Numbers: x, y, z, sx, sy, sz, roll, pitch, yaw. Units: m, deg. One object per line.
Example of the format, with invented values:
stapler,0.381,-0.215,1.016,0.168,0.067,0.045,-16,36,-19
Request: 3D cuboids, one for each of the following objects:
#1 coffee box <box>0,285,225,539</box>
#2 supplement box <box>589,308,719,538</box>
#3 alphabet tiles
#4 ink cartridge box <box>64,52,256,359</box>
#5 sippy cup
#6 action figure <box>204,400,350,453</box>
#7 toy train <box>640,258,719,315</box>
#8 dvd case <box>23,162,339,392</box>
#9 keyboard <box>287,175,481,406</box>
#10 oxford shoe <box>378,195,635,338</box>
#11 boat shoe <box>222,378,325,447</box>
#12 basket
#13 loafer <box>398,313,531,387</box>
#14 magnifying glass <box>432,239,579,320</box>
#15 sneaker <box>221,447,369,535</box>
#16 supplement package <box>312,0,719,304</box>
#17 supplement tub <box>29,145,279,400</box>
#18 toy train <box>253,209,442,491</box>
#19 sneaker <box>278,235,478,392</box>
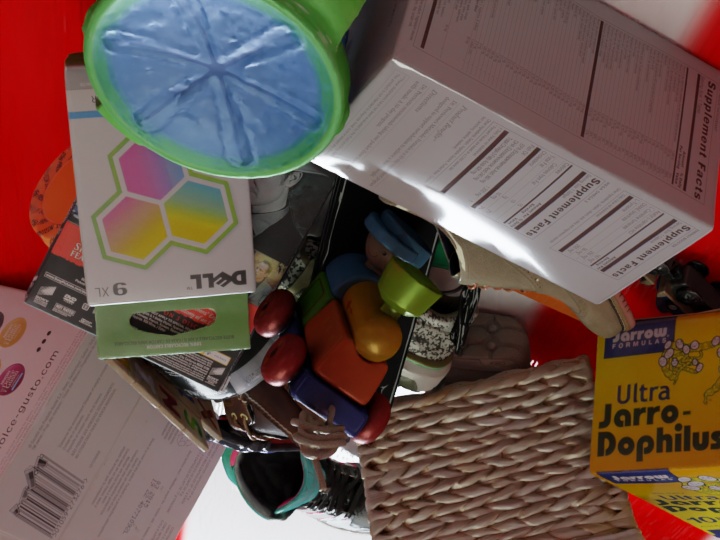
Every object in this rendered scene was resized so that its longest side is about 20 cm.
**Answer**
coffee box,-0.273,0.154,1.214,0.197,0.200,0.200,11,153,42
supplement box,0.258,0.112,0.976,0.109,0.110,0.200,-10,153,38
alphabet tiles,-0.171,0.048,1.088,0.006,0.167,0.200,-31,133,8
ink cartridge box,-0.120,-0.034,0.859,0.103,0.059,0.201,-4,106,-9
sippy cup,-0.060,-0.141,0.730,0.177,0.131,0.140,5,140,12
action figure,-0.037,0.109,1.205,0.193,0.105,0.200,7,179,26
toy train,0.181,-0.015,0.921,0.200,0.034,0.046,38,147,-31
dvd case,-0.108,-0.036,0.904,0.146,0.201,0.022,26,-168,-16
keyboard,0.029,0.009,0.944,0.127,0.021,0.201,9,116,-11
oxford shoe,0.094,-0.013,0.895,0.200,0.074,0.071,41,-178,-17
boat shoe,-0.074,0.098,1.086,0.070,0.070,0.200,44,179,-32
basket,0.105,0.183,1.068,0.199,0.161,0.198,-15,157,5
loafer,0.032,0.065,1.087,0.199,0.070,0.070,8,140,13
magnifying glass,0.077,-0.013,0.990,0.199,0.022,0.080,26,149,-11
sneaker,-0.038,0.201,1.308,0.199,0.084,0.121,17,177,1
supplement package,0.089,-0.085,0.773,0.199,0.114,0.110,26,147,-16
supplement tub,-0.139,-0.004,1.007,0.122,0.123,0.200,-4,143,31
toy train,0.005,0.043,0.838,0.085,0.200,0.116,36,103,-20
sneaker,0.000,0.000,0.989,0.200,0.077,0.089,31,122,-13
